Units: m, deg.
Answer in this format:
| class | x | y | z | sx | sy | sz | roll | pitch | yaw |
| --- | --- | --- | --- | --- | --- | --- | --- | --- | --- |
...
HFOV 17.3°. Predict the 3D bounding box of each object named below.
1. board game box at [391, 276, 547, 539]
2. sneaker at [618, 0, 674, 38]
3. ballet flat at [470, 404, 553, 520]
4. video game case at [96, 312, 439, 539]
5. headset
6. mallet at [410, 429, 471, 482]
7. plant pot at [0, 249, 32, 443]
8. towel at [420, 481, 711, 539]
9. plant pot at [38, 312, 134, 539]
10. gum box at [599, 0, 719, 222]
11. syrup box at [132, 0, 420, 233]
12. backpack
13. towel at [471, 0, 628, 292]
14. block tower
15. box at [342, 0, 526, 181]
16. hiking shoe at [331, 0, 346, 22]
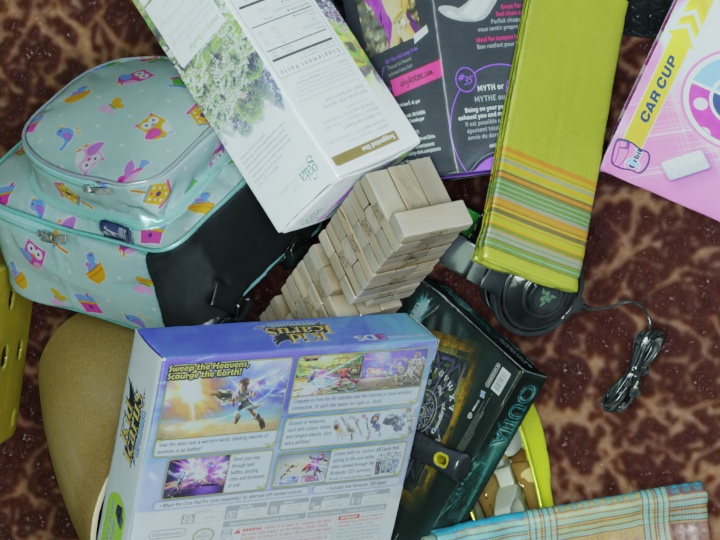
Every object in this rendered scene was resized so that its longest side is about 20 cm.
| class | x | y | z | sx | sy | sz | roll | pitch | yaw |
| --- | --- | --- | --- | --- | --- | --- | --- | --- | --- |
| board game box | 0.034 | 0.120 | 1.604 | 0.135 | 0.028 | 0.200 | 44 | 110 | 47 |
| sneaker | 0.227 | -0.205 | 1.561 | 0.200 | 0.072 | 0.083 | 2 | 60 | 20 |
| ballet flat | 0.097 | 0.145 | 1.608 | 0.067 | 0.067 | 0.200 | -17 | 89 | 15 |
| video game case | -0.061 | 0.119 | 1.500 | 0.045 | 0.200 | 0.181 | 42 | 127 | 49 |
| headset | 0.107 | 0.014 | 1.572 | 0.200 | 0.124 | 0.094 | 27 | 102 | -3 |
| mallet | -0.002 | 0.109 | 1.603 | 0.200 | 0.041 | 0.066 | 34 | 105 | 44 |
| plant pot | -0.334 | 0.048 | 1.668 | 0.176 | 0.200 | 0.200 | 9 | 96 | 5 |
| towel | 0.143 | 0.226 | 1.573 | 0.200 | 0.022 | 0.147 | -9 | 97 | -13 |
| plant pot | -0.138 | 0.107 | 1.605 | 0.200 | 0.186 | 0.187 | 42 | 107 | 47 |
| gum box | 0.243 | -0.132 | 1.496 | 0.113 | 0.066 | 0.200 | 24 | 128 | 2 |
| syrup box | -0.057 | -0.133 | 1.518 | 0.200 | 0.081 | 0.079 | 57 | 140 | 7 |
| backpack | -0.152 | -0.053 | 1.596 | 0.200 | 0.176 | 0.153 | 5 | 130 | 36 |
| towel | 0.122 | -0.090 | 1.510 | 0.018 | 0.086 | 0.200 | -3 | 72 | 51 |
| block tower | 0.000 | 0.000 | 1.533 | 0.058 | 0.054 | 0.200 | 65 | 146 | 18 |
| box | 0.067 | -0.161 | 1.550 | 0.106 | 0.122 | 0.200 | -6 | 92 | 56 |
| hiking shoe | -0.041 | -0.138 | 1.624 | 0.101 | 0.076 | 0.200 | -37 | 85 | 12 |
